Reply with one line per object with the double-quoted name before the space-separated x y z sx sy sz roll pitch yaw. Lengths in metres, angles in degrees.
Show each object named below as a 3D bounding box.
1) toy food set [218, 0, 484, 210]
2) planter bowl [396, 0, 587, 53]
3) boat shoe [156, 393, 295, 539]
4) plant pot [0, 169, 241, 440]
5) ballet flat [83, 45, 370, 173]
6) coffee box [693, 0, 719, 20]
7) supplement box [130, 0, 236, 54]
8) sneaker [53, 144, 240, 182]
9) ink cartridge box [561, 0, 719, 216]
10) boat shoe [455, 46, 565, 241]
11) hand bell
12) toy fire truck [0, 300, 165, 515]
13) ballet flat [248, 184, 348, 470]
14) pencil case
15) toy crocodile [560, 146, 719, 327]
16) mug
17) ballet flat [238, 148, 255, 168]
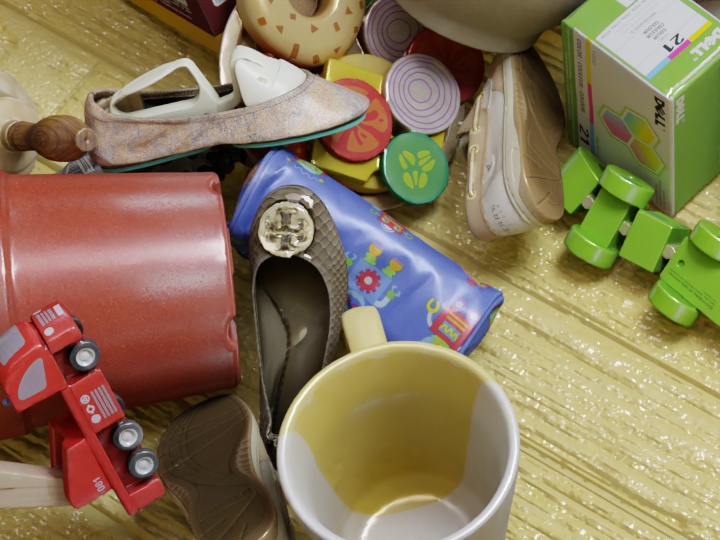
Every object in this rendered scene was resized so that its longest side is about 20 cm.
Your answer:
"toy food set" -0.006 -0.138 1.737 0.198 0.049 0.200 16 70 -21
"planter bowl" 0.097 -0.238 1.707 0.200 0.135 0.200 18 31 -11
"boat shoe" -0.082 0.150 1.579 0.072 0.065 0.200 -28 29 -1
"plant pot" -0.184 0.016 1.640 0.195 0.201 0.201 -6 57 -5
"ballet flat" -0.096 -0.114 1.649 0.200 0.067 0.068 -11 24 6
"coffee box" 0.254 -0.243 1.724 0.080 0.200 0.115 -3 58 0
"supplement box" -0.135 -0.299 1.784 0.133 0.200 0.197 -38 39 -16
"sneaker" -0.177 -0.064 1.757 0.200 0.077 0.085 -27 29 5
"ink cartridge box" 0.237 -0.097 1.668 0.076 0.148 0.200 -40 61 -17
"boat shoe" 0.100 -0.095 1.721 0.069 0.074 0.200 -27 31 23
"hand bell" -0.234 -0.093 1.696 0.104 0.104 0.200 -45 24 -19
"toy fire truck" -0.205 0.132 1.554 0.141 0.200 0.049 -30 30 -9
"ballet flat" -0.045 0.044 1.608 0.067 0.046 0.200 4 102 16
"pencil case" 0.000 0.000 1.653 0.200 0.078 0.087 35 104 4
"toy crocodile" 0.208 -0.017 1.677 0.200 0.062 0.068 36 108 27
"mug" 0.037 0.132 1.548 0.149 0.153 0.187 12 60 15
"ballet flat" -0.022 -0.147 1.790 0.071 0.069 0.200 28 65 4
